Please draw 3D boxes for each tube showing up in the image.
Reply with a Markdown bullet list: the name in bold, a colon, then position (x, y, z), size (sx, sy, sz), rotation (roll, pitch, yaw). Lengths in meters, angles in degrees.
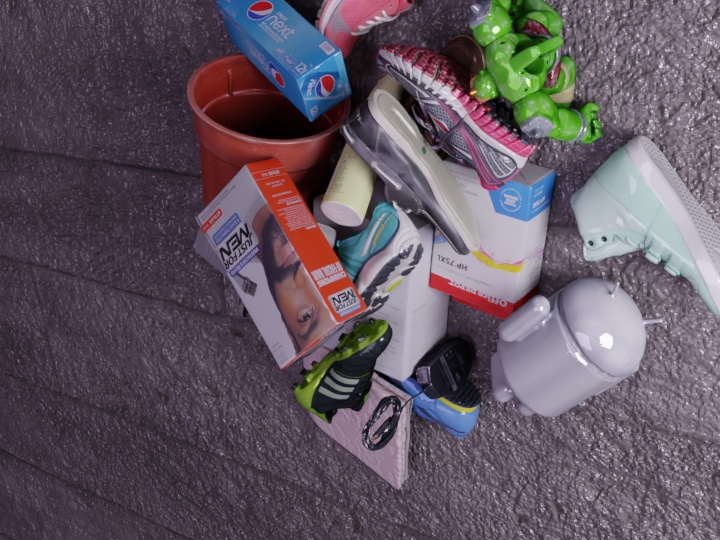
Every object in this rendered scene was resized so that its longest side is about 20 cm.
- **tube**: position (0.011, -0.149, 1.009), size (0.057, 0.203, 0.052), rotation (9, 156, 23)

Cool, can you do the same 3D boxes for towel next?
- **towel**: position (-0.006, 0.189, 1.233), size (0.189, 0.032, 0.203), rotation (33, 144, 28)

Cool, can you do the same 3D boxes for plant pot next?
- **plant pot**: position (-0.121, -0.136, 1.122), size (0.199, 0.200, 0.198), rotation (32, 135, 23)

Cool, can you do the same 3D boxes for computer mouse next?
- **computer mouse**: position (0.068, 0.148, 1.088), size (0.034, 0.199, 0.060), rotation (2, 121, 52)

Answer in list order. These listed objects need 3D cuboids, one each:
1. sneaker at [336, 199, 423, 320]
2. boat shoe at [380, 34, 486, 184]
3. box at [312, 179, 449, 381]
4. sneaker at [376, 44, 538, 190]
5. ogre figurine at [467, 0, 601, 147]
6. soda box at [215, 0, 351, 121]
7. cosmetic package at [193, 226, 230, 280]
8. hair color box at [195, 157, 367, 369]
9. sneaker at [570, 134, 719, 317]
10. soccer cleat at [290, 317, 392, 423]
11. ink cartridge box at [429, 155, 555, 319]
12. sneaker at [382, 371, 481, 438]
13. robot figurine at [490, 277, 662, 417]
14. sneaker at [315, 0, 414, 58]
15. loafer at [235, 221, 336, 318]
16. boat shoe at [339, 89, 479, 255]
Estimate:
- **sneaker**: position (0.000, 0.000, 1.025), size (0.200, 0.077, 0.081), rotation (-47, 61, 37)
- **boat shoe**: position (0.080, -0.172, 1.014), size (0.072, 0.067, 0.202), rotation (41, 130, 16)
- **box**: position (0.027, 0.007, 1.113), size (0.150, 0.106, 0.204), rotation (21, 122, 30)
- **sneaker**: position (0.089, -0.167, 0.932), size (0.200, 0.080, 0.075), rotation (43, 123, 15)
- **ogre figurine**: position (0.167, -0.212, 0.890), size (0.097, 0.119, 0.204), rotation (-2, 107, 38)
- **soda box**: position (-0.093, -0.268, 1.060), size (0.200, 0.064, 0.068), rotation (49, 167, 35)
- **cosmetic package**: position (-0.121, -0.020, 1.222), size (0.199, 0.106, 0.091), rotation (41, 130, 19)
- **hair color box**: position (-0.091, -0.009, 0.993), size (0.111, 0.064, 0.202), rotation (-38, 80, 36)
- **sneaker**: position (0.296, -0.021, 0.903), size (0.118, 0.073, 0.203), rotation (-39, 74, 36)
- **soccer cleat**: position (-0.009, 0.124, 1.091), size (0.081, 0.068, 0.200), rotation (40, 135, -8)
- **ink cartridge box**: position (0.147, -0.027, 1.026), size (0.115, 0.067, 0.204), rotation (20, 122, 30)
- **sneaker**: position (0.068, 0.149, 1.174), size (0.198, 0.066, 0.080), rotation (34, 131, 22)
- **robot figurine**: position (0.229, 0.084, 0.975), size (0.168, 0.115, 0.199), rotation (27, 132, -28)
- **sneaker**: position (0.015, -0.306, 1.003), size (0.087, 0.074, 0.201), rotation (41, 132, 11)
- **loafer**: position (-0.092, 0.002, 1.079), size (0.199, 0.069, 0.071), rotation (-36, 42, 50)
- **boat shoe**: position (0.057, -0.095, 0.955), size (0.067, 0.072, 0.201), rotation (-34, 102, 28)
